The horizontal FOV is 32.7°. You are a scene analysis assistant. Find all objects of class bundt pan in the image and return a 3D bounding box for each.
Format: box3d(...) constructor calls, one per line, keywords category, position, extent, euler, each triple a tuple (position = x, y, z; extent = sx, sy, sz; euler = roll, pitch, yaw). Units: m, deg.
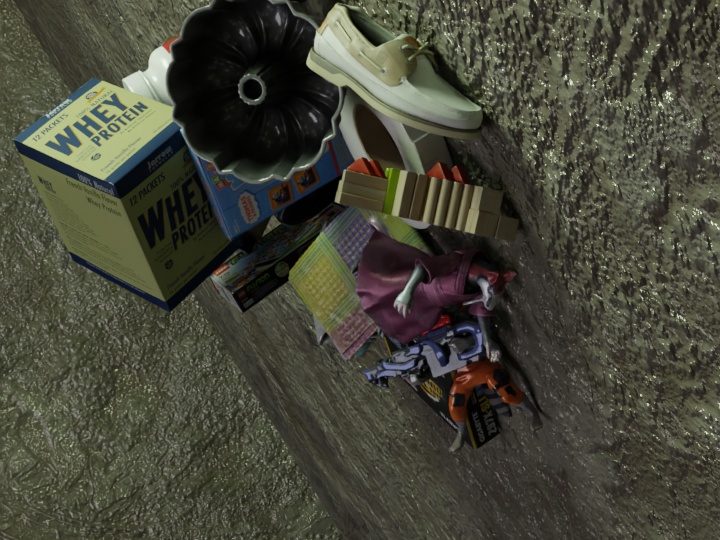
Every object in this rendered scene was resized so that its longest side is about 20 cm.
box3d(category="bundt pan", position=(-0.101, -0.198, 1.303), extent=(0.203, 0.200, 0.076), euler=(61, -156, -8))

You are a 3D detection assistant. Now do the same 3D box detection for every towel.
box3d(category="towel", position=(0.000, 0.000, 1.512), extent=(0.200, 0.023, 0.144), euler=(-48, 67, 30))

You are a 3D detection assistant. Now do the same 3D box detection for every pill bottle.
box3d(category="pill bottle", position=(-0.192, -0.246, 1.540), extent=(0.113, 0.199, 0.113), euler=(56, 168, 19))
box3d(category="pill bottle", position=(-0.114, -0.169, 1.624), extent=(0.201, 0.111, 0.112), euler=(54, 164, 18))

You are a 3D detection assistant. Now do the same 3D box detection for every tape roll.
box3d(category="tape roll", position=(0.035, -0.141, 1.339), extent=(0.203, 0.037, 0.204), euler=(52, 163, 23))

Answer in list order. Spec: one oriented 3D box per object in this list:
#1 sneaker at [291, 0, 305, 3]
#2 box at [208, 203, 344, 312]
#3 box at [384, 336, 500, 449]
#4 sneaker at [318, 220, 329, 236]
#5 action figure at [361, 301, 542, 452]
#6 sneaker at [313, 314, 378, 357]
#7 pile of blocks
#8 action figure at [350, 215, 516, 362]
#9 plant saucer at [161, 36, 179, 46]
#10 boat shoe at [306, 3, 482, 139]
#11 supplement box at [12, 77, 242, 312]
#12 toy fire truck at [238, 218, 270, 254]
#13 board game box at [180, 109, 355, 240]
box3d(category="sneaker", position=(-0.133, -0.342, 1.353), extent=(0.198, 0.090, 0.077), euler=(12, 179, 33))
box3d(category="box", position=(-0.108, -0.024, 1.707), extent=(0.035, 0.199, 0.110), euler=(60, 165, -25))
box3d(category="box", position=(0.097, 0.120, 1.624), extent=(0.200, 0.049, 0.161), euler=(42, 156, 49))
box3d(category="sneaker", position=(0.005, -0.020, 1.587), extent=(0.199, 0.076, 0.082), euler=(10, 89, 50))
box3d(category="action figure", position=(0.107, 0.111, 1.451), extent=(0.198, 0.104, 0.196), euler=(-15, 101, 38))
box3d(category="sneaker", position=(0.009, 0.068, 1.583), extent=(0.199, 0.075, 0.090), euler=(-3, 80, 53))
box3d(category="pile of blocks", position=(0.068, -0.079, 1.236), extent=(0.198, 0.063, 0.082), euler=(14, -176, 17))
box3d(category="action figure", position=(0.093, 0.013, 1.344), extent=(0.199, 0.150, 0.134), euler=(-14, 140, 41))
box3d(category="plant saucer", position=(-0.203, -0.253, 1.742), extent=(0.201, 0.036, 0.202), euler=(48, -155, -30))
box3d(category="boat shoe", position=(0.035, -0.189, 1.163), extent=(0.199, 0.074, 0.069), euler=(31, 114, 24))
box3d(category="supplement box", position=(-0.277, -0.094, 1.481), extent=(0.199, 0.134, 0.201), euler=(23, 145, 36))
box3d(category="toy fire truck", position=(-0.230, -0.131, 1.712), extent=(0.199, 0.130, 0.176), euler=(22, 174, 39))
box3d(category="board game box", position=(-0.096, -0.147, 1.436), extent=(0.037, 0.199, 0.152), euler=(42, 158, 45))
